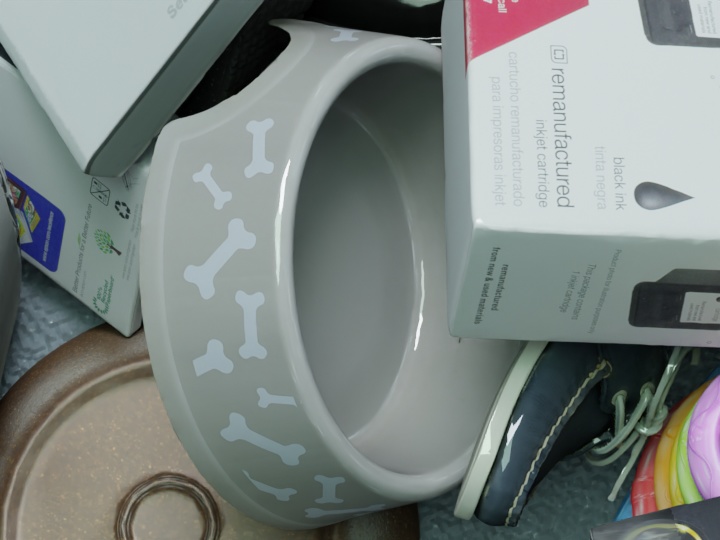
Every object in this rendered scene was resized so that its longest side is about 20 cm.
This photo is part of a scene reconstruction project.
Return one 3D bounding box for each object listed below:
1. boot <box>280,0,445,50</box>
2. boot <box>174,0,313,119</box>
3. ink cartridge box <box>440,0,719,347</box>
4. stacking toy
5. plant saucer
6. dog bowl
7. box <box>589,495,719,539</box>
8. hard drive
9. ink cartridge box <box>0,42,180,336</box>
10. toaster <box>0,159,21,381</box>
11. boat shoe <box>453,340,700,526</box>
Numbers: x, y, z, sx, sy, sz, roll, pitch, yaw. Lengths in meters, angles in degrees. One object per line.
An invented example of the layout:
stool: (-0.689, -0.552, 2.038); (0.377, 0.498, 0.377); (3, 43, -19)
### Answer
boot: (-0.015, -0.172, 1.103); (0.210, 0.158, 0.080); (11, 34, 10)
boot: (-0.092, -0.116, 1.091); (0.131, 0.200, 0.070); (34, 40, 11)
ink cartridge box: (0.133, -0.052, 0.983); (0.199, 0.084, 0.146); (2, 59, -4)
stacking toy: (0.156, 0.073, 0.999); (0.110, 0.200, 0.116); (32, 79, 13)
plant saucer: (-0.076, 0.108, 1.101); (0.199, 0.037, 0.201); (-2, 74, 6)
dog bowl: (0.000, 0.000, 1.036); (0.058, 0.200, 0.201); (-2, 72, 35)
box: (0.173, 0.145, 0.979); (0.160, 0.200, 0.049); (-12, 50, 2)
hard drive: (-0.111, -0.154, 1.054); (0.132, 0.026, 0.200); (-49, 59, 26)
ink cartridge box: (-0.154, -0.067, 1.121); (0.200, 0.100, 0.039); (35, 50, 16)
toaster: (-0.197, 0.020, 1.072); (0.113, 0.200, 0.130); (9, 58, 8)
boat shoe: (0.096, 0.036, 1.052); (0.062, 0.075, 0.200); (32, 41, 5)
